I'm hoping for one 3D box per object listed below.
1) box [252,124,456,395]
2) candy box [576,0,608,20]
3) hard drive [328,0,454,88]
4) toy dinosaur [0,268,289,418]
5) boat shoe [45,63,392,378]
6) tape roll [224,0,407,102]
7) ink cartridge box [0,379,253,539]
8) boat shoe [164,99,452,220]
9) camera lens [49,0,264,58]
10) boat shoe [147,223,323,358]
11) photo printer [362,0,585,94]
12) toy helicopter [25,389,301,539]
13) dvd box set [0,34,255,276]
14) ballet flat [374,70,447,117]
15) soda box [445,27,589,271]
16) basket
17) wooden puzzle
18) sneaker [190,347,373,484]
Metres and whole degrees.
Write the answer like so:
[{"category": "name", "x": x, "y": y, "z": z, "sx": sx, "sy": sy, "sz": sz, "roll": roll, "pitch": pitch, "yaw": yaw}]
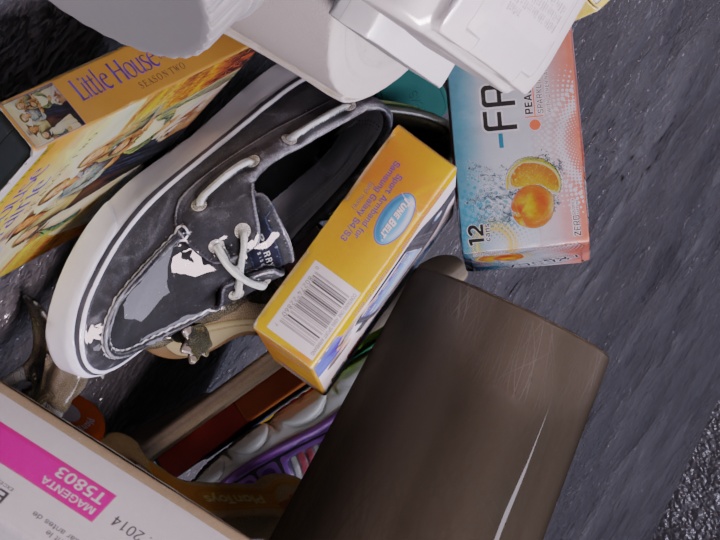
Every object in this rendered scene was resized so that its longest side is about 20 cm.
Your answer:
[{"category": "box", "x": 0.000, "y": 0.000, "z": 1.445, "sx": 0.119, "sy": 0.041, "sz": 0.200, "roll": -54, "pitch": 173, "yaw": -4}, {"category": "candy box", "x": 0.132, "y": -0.188, "z": 1.418, "sx": 0.200, "sy": 0.057, "sz": 0.117, "roll": -41, "pitch": -169, "yaw": -27}, {"category": "hard drive", "x": 0.062, "y": -0.177, "z": 1.203, "sx": 0.201, "sy": 0.027, "sz": 0.132, "roll": -60, "pitch": 165, "yaw": 3}, {"category": "toy dinosaur", "x": -0.099, "y": 0.009, "z": 1.448, "sx": 0.200, "sy": 0.102, "sz": 0.077, "roll": -35, "pitch": 114, "yaw": -48}, {"category": "boat shoe", "x": -0.062, "y": -0.019, "z": 1.349, "sx": 0.200, "sy": 0.068, "sz": 0.072, "roll": -44, "pitch": 139, "yaw": -27}, {"category": "tape roll", "x": -0.011, "y": -0.194, "z": 1.256, "sx": 0.203, "sy": 0.139, "sz": 0.203, "roll": -53, "pitch": 164, "yaw": -22}, {"category": "ink cartridge box", "x": -0.146, "y": 0.161, "z": 1.395, "sx": 0.075, "sy": 0.199, "sz": 0.165, "roll": -46, "pitch": 160, "yaw": -42}, {"category": "boat shoe", "x": -0.025, "y": -0.057, "z": 1.533, "sx": 0.060, "sy": 0.072, "sz": 0.201, "roll": -35, "pitch": 162, "yaw": 35}, {"category": "camera lens", "x": -0.054, "y": -0.200, "z": 1.062, "sx": 0.200, "sy": 0.160, "sz": 0.160, "roll": -53, "pitch": 164, "yaw": -18}, {"category": "boat shoe", "x": -0.064, "y": -0.010, "z": 1.589, "sx": 0.200, "sy": 0.072, "sz": 0.072, "roll": -19, "pitch": 140, "yaw": -58}, {"category": "photo printer", "x": 0.072, "y": -0.172, "z": 1.075, "sx": 0.201, "sy": 0.069, "sz": 0.166, "roll": -60, "pitch": 164, "yaw": 4}, {"category": "toy helicopter", "x": -0.095, "y": 0.133, "z": 1.526, "sx": 0.199, "sy": 0.132, "sz": 0.079, "roll": 3, "pitch": 123, "yaw": -37}, {"category": "dvd box set", "x": -0.137, "y": -0.044, "z": 1.270, "sx": 0.146, "sy": 0.029, "sz": 0.200, "roll": -45, "pitch": 174, "yaw": 31}, {"category": "ballet flat", "x": 0.008, "y": -0.137, "z": 1.565, "sx": 0.068, "sy": 0.076, "sz": 0.200, "roll": -27, "pitch": 162, "yaw": -1}, {"category": "soda box", "x": 0.077, "y": -0.103, "z": 1.489, "sx": 0.064, "sy": 0.068, "sz": 0.201, "roll": 65, "pitch": 21, "yaw": -80}, {"category": "basket", "x": 0.037, "y": 0.112, "z": 1.484, "sx": 0.201, "sy": 0.135, "sz": 0.180, "roll": -65, "pitch": -166, "yaw": -5}, {"category": "wooden puzzle", "x": -0.045, "y": 0.062, "z": 1.664, "sx": 0.199, "sy": 0.037, "sz": 0.185, "roll": -31, "pitch": 179, "yaw": 27}, {"category": "sneaker", "x": -0.027, "y": 0.115, "z": 1.628, "sx": 0.199, "sy": 0.084, "sz": 0.081, "roll": -34, "pitch": 177, "yaw": 4}]
